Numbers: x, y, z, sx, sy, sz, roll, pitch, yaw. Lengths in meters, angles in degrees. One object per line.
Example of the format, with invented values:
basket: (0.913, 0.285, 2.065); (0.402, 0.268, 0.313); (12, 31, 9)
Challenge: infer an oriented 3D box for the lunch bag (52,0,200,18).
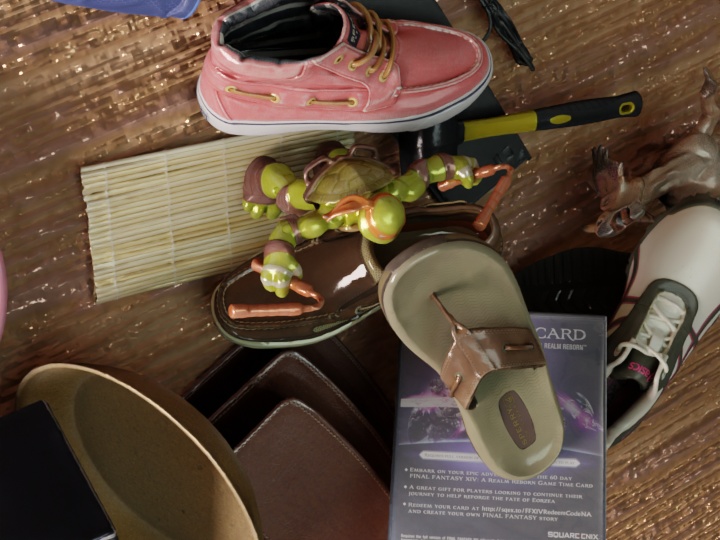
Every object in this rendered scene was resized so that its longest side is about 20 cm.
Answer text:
lunch bag: (-0.152, -0.244, 0.727); (0.132, 0.136, 0.201); (3, 106, -30)

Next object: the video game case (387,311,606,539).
video game case: (0.092, 0.124, 0.900); (0.142, 0.019, 0.201); (3, 70, 3)

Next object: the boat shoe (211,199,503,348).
boat shoe: (-0.002, -0.006, 0.894); (0.201, 0.075, 0.075); (-18, 74, -11)

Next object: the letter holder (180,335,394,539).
letter holder: (-0.022, 0.140, 0.959); (0.142, 0.100, 0.200); (-43, 122, -11)

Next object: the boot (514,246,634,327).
boot: (0.218, 0.022, 1.068); (0.199, 0.138, 0.078); (-7, 83, 11)

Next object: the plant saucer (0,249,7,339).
plant saucer: (-0.310, 0.016, 0.785); (0.200, 0.051, 0.202); (-10, 112, -26)

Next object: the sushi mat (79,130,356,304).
sushi mat: (-0.088, -0.043, 0.908); (0.199, 0.012, 0.096); (-14, 113, -24)

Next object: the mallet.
mallet: (0.116, -0.097, 0.966); (0.199, 0.041, 0.066); (-4, 113, -27)

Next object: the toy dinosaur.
toy dinosaur: (0.247, -0.070, 1.040); (0.135, 0.086, 0.200); (-34, 155, 25)

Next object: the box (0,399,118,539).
box: (-0.246, 0.212, 0.812); (0.196, 0.118, 0.201); (-22, 140, -21)

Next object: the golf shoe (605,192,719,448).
golf shoe: (0.210, 0.043, 0.950); (0.077, 0.088, 0.201); (26, 105, 1)

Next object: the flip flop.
flip flop: (0.078, 0.060, 0.820); (0.081, 0.058, 0.200); (-29, 121, -3)

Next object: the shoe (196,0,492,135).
shoe: (-0.002, -0.134, 0.852); (0.199, 0.091, 0.072); (-8, 72, -14)

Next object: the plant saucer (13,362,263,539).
plant saucer: (-0.133, 0.131, 0.855); (0.035, 0.199, 0.201); (-44, 127, -40)

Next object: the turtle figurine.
turtle figurine: (-0.019, -0.042, 0.841); (0.199, 0.161, 0.065); (-30, 115, -17)

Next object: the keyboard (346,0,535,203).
keyboard: (0.063, -0.145, 0.952); (0.127, 0.021, 0.200); (-39, 123, -4)
